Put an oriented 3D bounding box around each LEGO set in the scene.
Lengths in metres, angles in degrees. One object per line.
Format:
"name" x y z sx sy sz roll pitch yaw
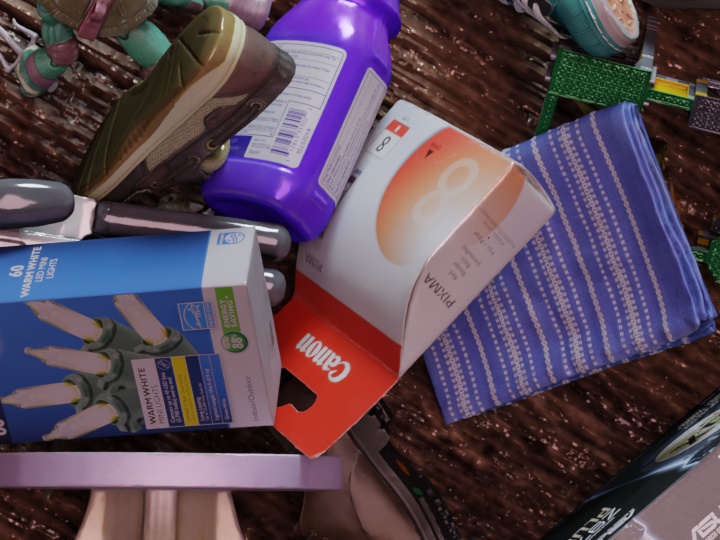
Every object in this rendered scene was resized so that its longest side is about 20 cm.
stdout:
"LEGO set" 0.180 -0.084 1.677 0.198 0.116 0.155 7 115 6

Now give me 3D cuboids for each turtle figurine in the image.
"turtle figurine" -0.158 -0.166 1.628 0.199 0.101 0.150 26 94 -15

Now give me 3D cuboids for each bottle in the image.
"bottle" -0.024 -0.116 1.644 0.065 0.083 0.201 45 61 -46

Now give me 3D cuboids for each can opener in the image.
"can opener" -0.139 -0.017 1.570 0.198 0.067 0.054 7 80 -4

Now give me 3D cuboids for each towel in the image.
"towel" 0.105 -0.002 1.627 0.199 0.024 0.146 -22 88 33

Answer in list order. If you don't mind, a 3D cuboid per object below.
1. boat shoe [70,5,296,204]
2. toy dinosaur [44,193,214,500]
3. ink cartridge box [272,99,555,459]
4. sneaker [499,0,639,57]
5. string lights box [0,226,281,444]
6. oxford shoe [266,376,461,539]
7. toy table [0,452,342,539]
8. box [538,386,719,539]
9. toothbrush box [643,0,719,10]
"boat shoe" -0.105 -0.079 1.586 0.066 0.201 0.072 26 52 -18
"toy dinosaur" -0.150 0.039 1.626 0.101 0.077 0.202 13 81 7
"ink cartridge box" 0.000 0.000 1.590 0.200 0.162 0.050 -44 118 -6
"sneaker" 0.097 -0.182 1.638 0.080 0.201 0.071 -40 136 13
"string lights box" -0.151 0.039 1.553 0.198 0.059 0.103 -5 126 7
"oxford shoe" 0.008 0.152 1.651 0.084 0.073 0.201 -32 88 7
"toy table" -0.112 0.163 1.567 0.198 0.184 0.118 1 85 8
"box" 0.206 0.144 1.623 0.200 0.164 0.086 -39 93 -8
"toothbrush box" 0.228 -0.263 1.651 0.086 0.145 0.202 17 83 -40
